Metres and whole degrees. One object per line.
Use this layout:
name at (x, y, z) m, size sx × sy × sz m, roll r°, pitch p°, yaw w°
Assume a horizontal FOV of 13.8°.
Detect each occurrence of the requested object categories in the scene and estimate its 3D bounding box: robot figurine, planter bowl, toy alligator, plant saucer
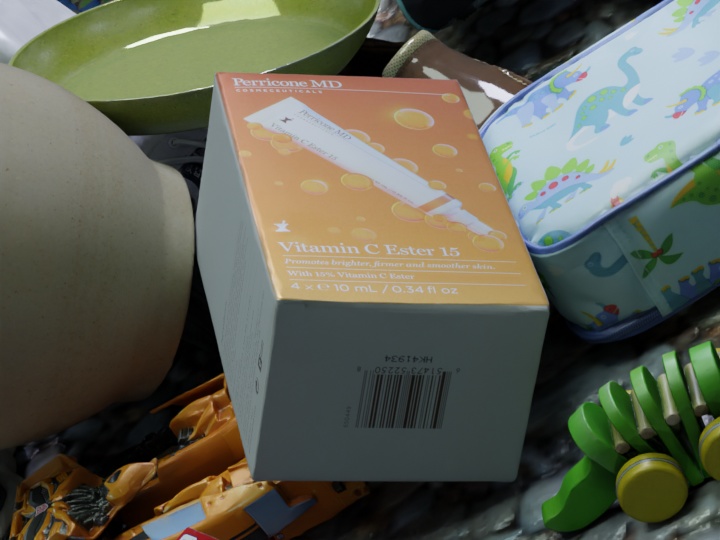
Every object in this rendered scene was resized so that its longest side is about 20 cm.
robot figurine at (-0.090, 0.107, 1.419) m, size 0.200 × 0.058 × 0.145 m, roll -27°, pitch 28°, yaw 14°
planter bowl at (-0.162, -0.001, 1.465) m, size 0.200 × 0.134 × 0.201 m, roll -171°, pitch 90°, yaw -69°
toy alligator at (0.156, 0.050, 1.257) m, size 0.200 × 0.054 × 0.059 m, roll -27°, pitch 31°, yaw 14°
plant saucer at (-0.085, -0.112, 1.564) m, size 0.199 × 0.031 × 0.200 m, roll -10°, pitch 21°, yaw 4°

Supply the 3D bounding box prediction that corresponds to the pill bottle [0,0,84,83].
pill bottle at (-0.229, -0.059, 1.681) m, size 0.200 × 0.116 × 0.116 m, roll -55°, pitch 25°, yaw 19°

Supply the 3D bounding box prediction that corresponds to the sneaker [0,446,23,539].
sneaker at (-0.221, 0.107, 1.520) m, size 0.078 × 0.080 × 0.200 m, roll -47°, pitch 25°, yaw 15°

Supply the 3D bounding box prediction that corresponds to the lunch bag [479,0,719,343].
lunch bag at (0.158, -0.065, 1.392) m, size 0.200 × 0.083 × 0.161 m, roll -32°, pitch 31°, yaw 5°

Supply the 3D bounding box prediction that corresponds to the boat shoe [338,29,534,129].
boat shoe at (0.038, -0.085, 1.546) m, size 0.075 × 0.075 × 0.202 m, roll -48°, pitch 32°, yaw -22°

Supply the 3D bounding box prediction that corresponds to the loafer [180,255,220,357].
loafer at (-0.102, 0.011, 1.571) m, size 0.068 × 0.071 × 0.200 m, roll -5°, pitch 24°, yaw -38°

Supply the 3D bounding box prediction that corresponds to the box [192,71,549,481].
box at (0.000, 0.000, 1.366) m, size 0.124 × 0.098 × 0.200 m, roll 1°, pitch 32°, yaw -13°

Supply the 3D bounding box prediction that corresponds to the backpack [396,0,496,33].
backpack at (0.055, -0.239, 1.638) m, size 0.153 × 0.176 × 0.200 m, roll -32°, pitch 5°, yaw 10°

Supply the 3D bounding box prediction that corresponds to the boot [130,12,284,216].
boot at (-0.084, -0.071, 1.669) m, size 0.200 × 0.074 × 0.096 m, roll -30°, pitch 35°, yaw 25°

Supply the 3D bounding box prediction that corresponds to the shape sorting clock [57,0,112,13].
shape sorting clock at (-0.212, -0.125, 1.803) m, size 0.200 × 0.039 × 0.200 m, roll -32°, pitch -14°, yaw -9°

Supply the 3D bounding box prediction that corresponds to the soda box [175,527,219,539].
soda box at (-0.106, 0.209, 1.278) m, size 0.200 × 0.070 × 0.063 m, roll -47°, pitch 32°, yaw -20°
